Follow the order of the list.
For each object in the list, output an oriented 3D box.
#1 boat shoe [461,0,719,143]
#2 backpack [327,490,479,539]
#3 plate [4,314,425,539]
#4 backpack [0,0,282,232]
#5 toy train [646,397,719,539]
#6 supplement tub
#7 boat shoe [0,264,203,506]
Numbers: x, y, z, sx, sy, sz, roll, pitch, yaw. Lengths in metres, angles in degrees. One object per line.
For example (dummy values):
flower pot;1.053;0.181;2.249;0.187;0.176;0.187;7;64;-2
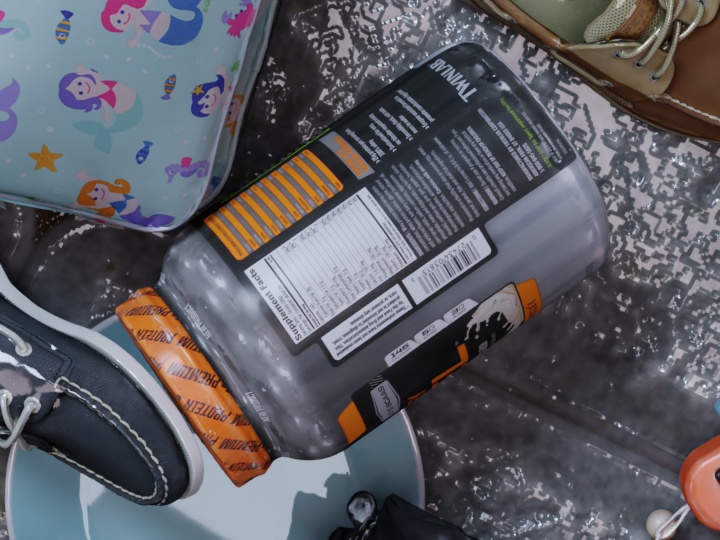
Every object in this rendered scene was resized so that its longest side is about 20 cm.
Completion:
boat shoe;0.116;-0.113;1.009;0.200;0.074;0.076;25;98;-4
backpack;0.022;0.222;1.002;0.167;0.127;0.200;37;78;-24
plate;-0.069;0.107;1.067;0.200;0.026;0.201;0;98;-1
backpack;-0.136;-0.114;0.946;0.199;0.151;0.178;13;115;-14
toy train;0.190;0.165;1.064;0.150;0.056;0.200;-26;98;4
supplement tub;0.000;0.000;0.985;0.200;0.123;0.123;-35;98;-7
boat shoe;-0.159;0.047;1.005;0.200;0.060;0.076;35;137;20
